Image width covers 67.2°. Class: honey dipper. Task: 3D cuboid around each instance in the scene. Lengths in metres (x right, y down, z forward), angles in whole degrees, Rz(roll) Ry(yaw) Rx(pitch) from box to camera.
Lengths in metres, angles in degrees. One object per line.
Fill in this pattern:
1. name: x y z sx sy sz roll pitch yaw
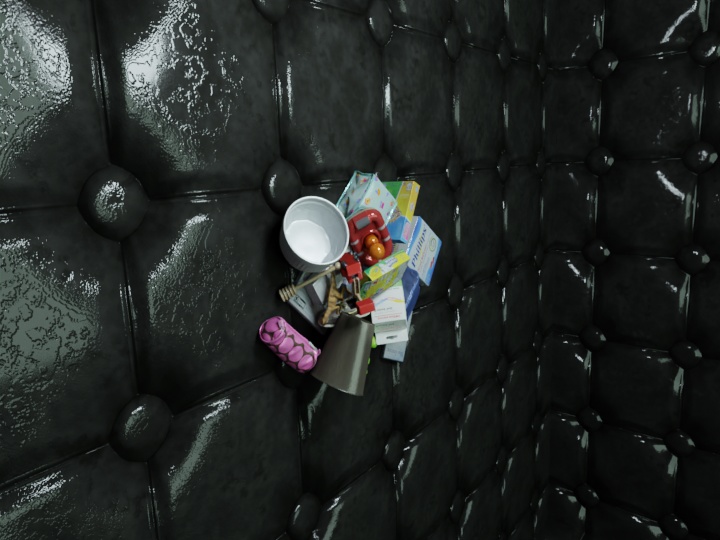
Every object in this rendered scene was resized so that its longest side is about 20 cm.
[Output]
1. honey dipper: -0.143 0.027 1.559 0.195 0.038 0.039 -29 121 -6

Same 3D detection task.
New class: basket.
1. basket: -0.040 0.238 1.608 0.207 0.175 0.136 -71 161 -1

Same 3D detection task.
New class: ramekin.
1. ramekin: -0.137 -0.093 1.526 0.193 0.105 0.208 9 67 -22

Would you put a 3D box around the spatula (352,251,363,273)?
1. spatula: 0.000 0.000 1.709 0.058 0.020 0.202 -65 154 -24

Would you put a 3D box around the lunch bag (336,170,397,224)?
1. lunch bag: 0.011 -0.186 1.744 0.170 0.119 0.205 42 70 -46

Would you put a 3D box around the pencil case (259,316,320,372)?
1. pencil case: -0.200 0.210 1.552 0.200 0.091 0.093 47 27 -45

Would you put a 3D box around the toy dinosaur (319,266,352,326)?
1. toy dinosaur: -0.078 0.064 1.598 0.104 0.059 0.209 6 89 -48

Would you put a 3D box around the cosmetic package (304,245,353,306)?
1. cosmetic package: -0.090 0.008 1.661 0.201 0.049 0.084 -51 130 -34

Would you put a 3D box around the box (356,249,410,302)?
1. box: 0.061 0.023 1.688 0.197 0.048 0.119 -31 156 -35

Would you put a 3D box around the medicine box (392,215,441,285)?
1. medicine box: 0.196 -0.072 2.000 0.199 0.100 0.188 38 66 -47

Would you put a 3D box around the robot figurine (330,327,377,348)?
1. robot figurine: -0.034 0.247 1.745 0.171 0.115 0.207 -21 112 -23

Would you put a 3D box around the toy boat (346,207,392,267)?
1. toy boat: 0.036 -0.083 1.665 0.127 0.133 0.202 -28 136 1

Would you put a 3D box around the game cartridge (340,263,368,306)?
1. game cartridge: -0.002 0.026 1.793 0.200 0.039 0.137 -46 142 -43

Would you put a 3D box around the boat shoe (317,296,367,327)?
1. boat shoe: -0.048 0.121 1.686 0.195 0.072 0.061 -14 126 -34

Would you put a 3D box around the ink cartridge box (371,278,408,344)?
1. ink cartridge box: 0.091 0.129 1.761 0.068 0.112 0.206 75 8 -56

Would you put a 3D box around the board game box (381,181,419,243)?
1. board game box: 0.112 -0.198 1.841 0.040 0.149 0.208 23 77 -47

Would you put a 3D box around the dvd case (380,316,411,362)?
1. dvd case: 0.136 0.236 2.033 0.141 0.017 0.208 21 79 -51

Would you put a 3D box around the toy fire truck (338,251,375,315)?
1. toy fire truck: -0.016 0.034 1.573 0.047 0.200 0.146 -16 107 -10

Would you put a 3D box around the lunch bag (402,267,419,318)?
1. lunch bag: 0.126 0.099 1.894 0.204 0.132 0.134 -61 158 -23

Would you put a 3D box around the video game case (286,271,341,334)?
1. video game case: -0.131 0.067 1.675 0.201 0.022 0.186 48 58 -42
